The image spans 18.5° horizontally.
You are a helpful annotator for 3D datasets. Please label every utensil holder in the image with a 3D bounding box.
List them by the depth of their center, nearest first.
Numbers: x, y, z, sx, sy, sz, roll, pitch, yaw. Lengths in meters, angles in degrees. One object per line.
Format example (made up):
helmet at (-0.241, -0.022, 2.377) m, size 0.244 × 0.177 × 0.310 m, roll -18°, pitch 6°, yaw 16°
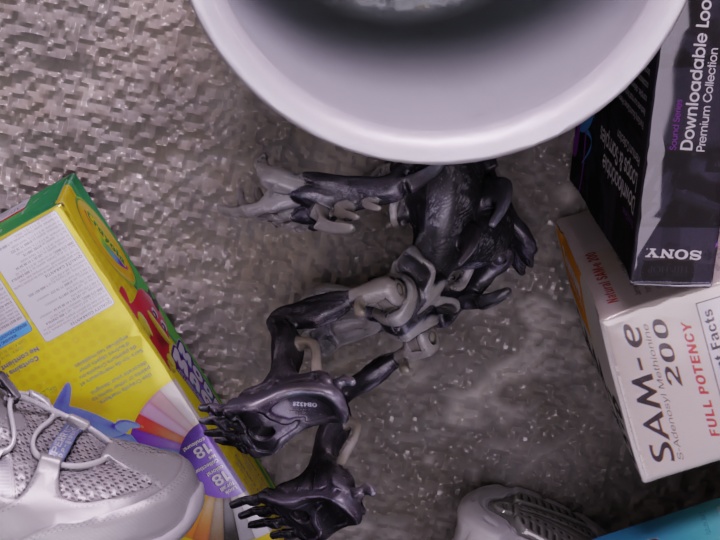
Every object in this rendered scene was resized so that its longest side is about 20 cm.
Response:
utensil holder at (0.021, -0.143, 0.776) m, size 0.169 × 0.200 × 0.171 m, roll -1°, pitch 108°, yaw -2°

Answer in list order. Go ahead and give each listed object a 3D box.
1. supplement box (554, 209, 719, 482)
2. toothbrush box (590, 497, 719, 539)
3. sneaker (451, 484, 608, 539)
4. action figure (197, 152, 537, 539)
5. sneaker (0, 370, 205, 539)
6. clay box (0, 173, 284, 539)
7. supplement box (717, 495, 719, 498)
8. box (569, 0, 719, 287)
supplement box at (0.186, 0.002, 0.866) m, size 0.199 × 0.126 × 0.074 m, roll -17°, pitch 108°, yaw 3°
toothbrush box at (0.201, 0.152, 0.843) m, size 0.199 × 0.085 × 0.147 m, roll -19°, pitch 108°, yaw 5°
sneaker at (0.116, 0.172, 0.948) m, size 0.200 × 0.078 × 0.100 m, roll 27°, pitch 111°, yaw -1°
action figure at (0.000, 0.000, 0.862) m, size 0.102 × 0.200 × 0.119 m, roll 5°, pitch 140°, yaw 33°
sneaker at (-0.156, 0.061, 0.844) m, size 0.199 × 0.075 × 0.082 m, roll 12°, pitch 111°, yaw -1°
clay box at (-0.115, 0.075, 0.915) m, size 0.115 × 0.048 × 0.200 m, roll -28°, pitch 107°, yaw 9°
supplement box at (0.260, 0.142, 0.931) m, size 0.110 × 0.086 × 0.200 m, roll -43°, pitch 103°, yaw 10°
box at (0.115, -0.108, 0.820) m, size 0.036 × 0.143 × 0.201 m, roll 5°, pitch 107°, yaw -5°
